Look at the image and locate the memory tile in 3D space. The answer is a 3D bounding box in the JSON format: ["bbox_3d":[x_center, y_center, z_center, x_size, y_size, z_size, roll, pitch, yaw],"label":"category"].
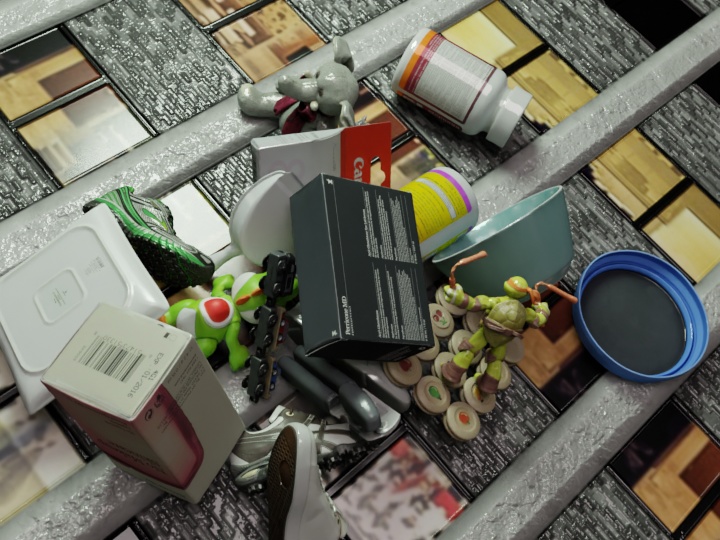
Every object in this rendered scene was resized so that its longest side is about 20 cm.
[{"bbox_3d":[0.127,0.114,1.084,0.153,0.017,0.200,43,47,-1],"label":"memory tile"}]

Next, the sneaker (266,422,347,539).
[{"bbox_3d":[-0.056,0.256,0.930,0.084,0.201,0.073,-5,22,-28],"label":"sneaker"}]

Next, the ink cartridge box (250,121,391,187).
[{"bbox_3d":[-0.044,-0.107,1.119,0.199,0.164,0.057,-8,30,-14],"label":"ink cartridge box"}]

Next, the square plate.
[{"bbox_3d":[-0.349,0.034,0.983,0.198,0.028,0.200,-38,59,-4],"label":"square plate"}]

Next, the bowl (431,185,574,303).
[{"bbox_3d":[0.206,-0.020,1.128,0.200,0.201,0.105,-32,95,-25],"label":"bowl"}]

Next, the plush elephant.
[{"bbox_3d":[-0.065,-0.235,1.182,0.199,0.155,0.166,-4,63,-14],"label":"plush elephant"}]

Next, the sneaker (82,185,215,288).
[{"bbox_3d":[-0.263,-0.052,1.075,0.199,0.078,0.085,33,56,18],"label":"sneaker"}]

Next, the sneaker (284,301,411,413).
[{"bbox_3d":[-0.005,0.100,1.069,0.200,0.071,0.080,41,59,11],"label":"sneaker"}]

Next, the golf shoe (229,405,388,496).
[{"bbox_3d":[-0.062,0.197,1.000,0.199,0.078,0.095,-12,65,-20],"label":"golf shoe"}]

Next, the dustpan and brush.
[{"bbox_3d":[-0.136,-0.038,1.072,0.200,0.140,0.057,-37,39,7],"label":"dustpan and brush"}]

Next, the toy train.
[{"bbox_3d":[-0.109,0.069,1.011,0.034,0.201,0.046,25,23,31],"label":"toy train"}]

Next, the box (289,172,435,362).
[{"bbox_3d":[0.000,0.000,0.988,0.141,0.079,0.201,10,64,-39],"label":"box"}]

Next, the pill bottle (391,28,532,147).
[{"bbox_3d":[0.156,-0.278,1.283,0.199,0.110,0.110,31,60,4],"label":"pill bottle"}]

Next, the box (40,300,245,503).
[{"bbox_3d":[-0.227,0.146,0.901,0.127,0.201,0.109,17,57,24],"label":"box"}]

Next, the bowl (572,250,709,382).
[{"bbox_3d":[0.398,0.067,1.195,0.199,0.039,0.202,6,61,-10],"label":"bowl"}]

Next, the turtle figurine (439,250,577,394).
[{"bbox_3d":[0.175,0.072,1.024,0.199,0.162,0.064,13,20,-31],"label":"turtle figurine"}]

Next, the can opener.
[{"bbox_3d":[-0.029,0.139,0.997,0.052,0.067,0.200,-30,35,-27],"label":"can opener"}]

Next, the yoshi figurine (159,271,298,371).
[{"bbox_3d":[-0.168,0.058,1.056,0.199,0.113,0.112,-26,29,-9],"label":"yoshi figurine"}]

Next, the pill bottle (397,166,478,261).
[{"bbox_3d":[0.061,-0.057,1.146,0.199,0.104,0.104,-32,73,-26],"label":"pill bottle"}]
